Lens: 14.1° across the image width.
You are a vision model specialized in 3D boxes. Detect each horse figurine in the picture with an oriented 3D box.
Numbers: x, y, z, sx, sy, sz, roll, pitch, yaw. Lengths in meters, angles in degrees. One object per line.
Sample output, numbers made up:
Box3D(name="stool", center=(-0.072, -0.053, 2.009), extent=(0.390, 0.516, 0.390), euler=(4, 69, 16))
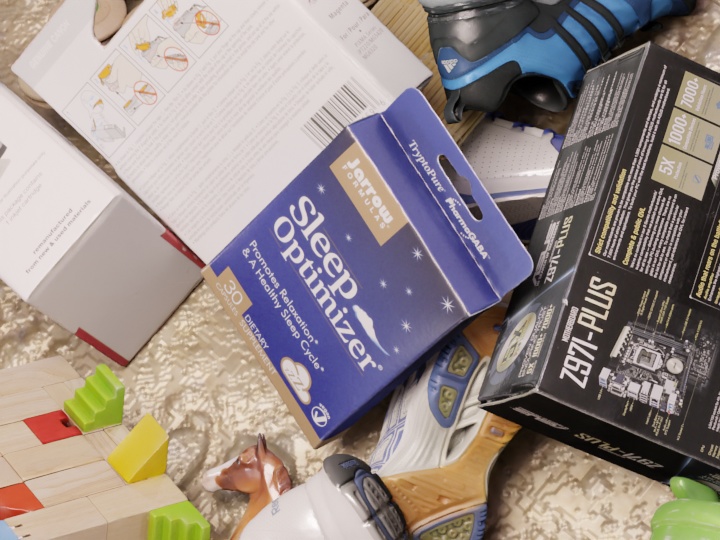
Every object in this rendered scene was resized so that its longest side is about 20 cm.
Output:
Box3D(name="horse figurine", center=(-0.066, 0.207, 1.611), extent=(0.132, 0.050, 0.200), euler=(-31, 59, 8))

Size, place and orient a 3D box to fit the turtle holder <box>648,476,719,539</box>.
Box3D(name="turtle holder", center=(0.222, 0.190, 1.494), extent=(0.141, 0.185, 0.132), euler=(0, 67, 51))

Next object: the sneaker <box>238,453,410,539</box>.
Box3D(name="sneaker", center=(0.008, 0.197, 1.554), extent=(0.087, 0.075, 0.200), euler=(-28, 95, 15))

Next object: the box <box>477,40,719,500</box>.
Box3D(name="box", center=(0.176, 0.007, 1.546), extent=(0.164, 0.086, 0.200), euler=(22, 76, -16))

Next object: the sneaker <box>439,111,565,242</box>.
Box3D(name="sneaker", center=(0.057, -0.077, 1.659), extent=(0.199, 0.081, 0.115), euler=(-4, 72, 17))

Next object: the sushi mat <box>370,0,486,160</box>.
Box3D(name="sushi mat", center=(0.055, -0.139, 1.663), extent=(0.096, 0.012, 0.200), euler=(24, 49, 18))

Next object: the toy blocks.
Box3D(name="toy blocks", center=(-0.192, 0.120, 1.608), extent=(0.137, 0.100, 0.200), euler=(-13, 38, -30))

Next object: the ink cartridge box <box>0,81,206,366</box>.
Box3D(name="ink cartridge box", center=(-0.202, -0.050, 1.692), extent=(0.200, 0.147, 0.083), euler=(41, 89, 26))

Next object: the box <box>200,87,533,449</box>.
Box3D(name="box", center=(0.000, 0.000, 1.560), extent=(0.121, 0.032, 0.200), euler=(57, 136, 9))

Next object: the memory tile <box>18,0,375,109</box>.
Box3D(name="memory tile", center=(-0.095, -0.144, 1.731), extent=(0.200, 0.017, 0.153), euler=(6, 49, 19))

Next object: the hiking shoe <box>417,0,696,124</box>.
Box3D(name="hiking shoe", center=(0.111, -0.133, 1.630), extent=(0.074, 0.200, 0.087), euler=(3, 100, 52))

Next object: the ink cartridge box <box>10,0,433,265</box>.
Box3D(name="ink cartridge box", center=(-0.080, -0.109, 1.606), extent=(0.174, 0.200, 0.044), euler=(45, 47, -2))

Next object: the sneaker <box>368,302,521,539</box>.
Box3D(name="sneaker", center=(0.039, 0.108, 1.608), extent=(0.075, 0.088, 0.200), euler=(30, 96, -12))
